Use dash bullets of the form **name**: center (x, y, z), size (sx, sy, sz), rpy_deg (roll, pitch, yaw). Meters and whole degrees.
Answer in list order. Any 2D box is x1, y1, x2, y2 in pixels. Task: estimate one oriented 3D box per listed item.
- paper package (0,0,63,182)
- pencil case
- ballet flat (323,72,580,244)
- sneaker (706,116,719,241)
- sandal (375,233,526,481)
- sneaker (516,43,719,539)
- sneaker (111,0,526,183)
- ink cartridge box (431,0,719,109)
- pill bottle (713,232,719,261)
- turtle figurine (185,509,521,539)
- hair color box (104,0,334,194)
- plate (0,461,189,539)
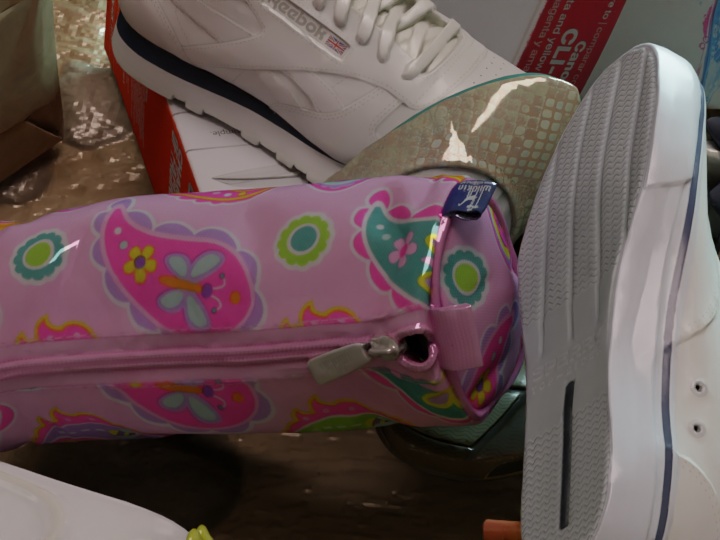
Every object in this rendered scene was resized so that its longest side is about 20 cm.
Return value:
- **paper package**: center (-0.248, -0.085, 1.127), size (0.200, 0.104, 0.191), rpy_deg (26, 43, 26)
- **pencil case**: center (-0.043, 0.016, 0.961), size (0.200, 0.088, 0.088), rpy_deg (-3, 35, 22)
- **ballet flat**: center (0.000, 0.000, 1.023), size (0.200, 0.067, 0.062), rpy_deg (-30, 36, 19)
- **sneaker**: center (0.180, -0.042, 1.127), size (0.129, 0.080, 0.199), rpy_deg (21, 51, 7)
- **sandal**: center (0.061, 0.034, 1.051), size (0.082, 0.055, 0.200), rpy_deg (16, 26, 10)
- **sneaker**: center (0.095, 0.022, 0.914), size (0.071, 0.073, 0.200), rpy_deg (24, 58, -27)
- **sneaker**: center (-0.008, -0.086, 1.069), size (0.200, 0.081, 0.076), rpy_deg (22, 40, 18)
- **ink cartridge box**: center (0.111, -0.161, 1.175), size (0.200, 0.145, 0.145), rpy_deg (-1, 34, -42)
- **pill bottle**: center (0.178, 0.059, 0.935), size (0.112, 0.112, 0.200), rpy_deg (2, 38, -3)
- **turtle figurine**: center (0.018, 0.123, 0.901), size (0.161, 0.065, 0.200), rpy_deg (10, 33, 7)
- **hair color box**: center (-0.032, -0.063, 1.151), size (0.111, 0.064, 0.200), rpy_deg (-5, 38, -14)
- **plate**: center (-0.186, 0.108, 0.927), size (0.199, 0.032, 0.200), rpy_deg (17, 41, 27)
